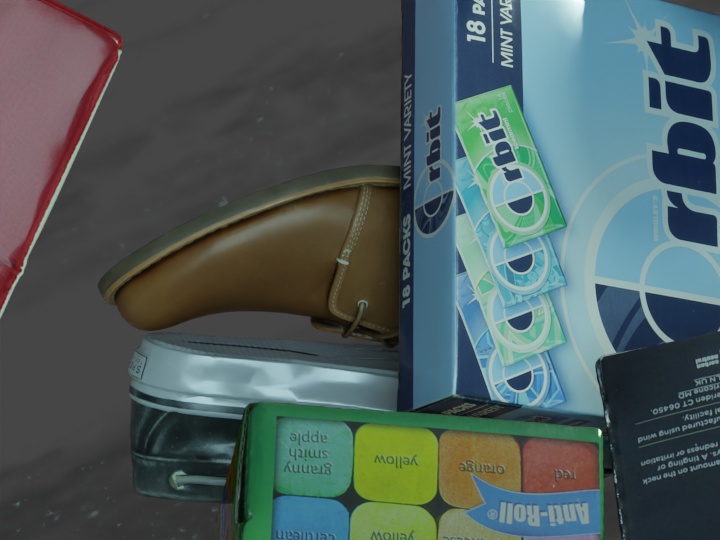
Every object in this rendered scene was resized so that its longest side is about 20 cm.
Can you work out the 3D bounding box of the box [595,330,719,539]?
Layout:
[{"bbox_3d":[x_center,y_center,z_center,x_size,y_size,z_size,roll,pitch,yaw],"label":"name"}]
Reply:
[{"bbox_3d":[0.160,0.147,0.733,0.104,0.200,0.183,-12,50,13],"label":"box"}]

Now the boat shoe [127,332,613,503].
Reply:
[{"bbox_3d":[0.006,0.069,0.834,0.199,0.072,0.071,8,100,-4],"label":"boat shoe"}]

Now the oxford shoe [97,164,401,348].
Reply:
[{"bbox_3d":[0.000,0.000,0.823,0.199,0.071,0.072,-12,78,-11],"label":"oxford shoe"}]

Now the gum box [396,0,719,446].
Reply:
[{"bbox_3d":[0.110,-0.018,0.814,0.199,0.045,0.171,10,71,-26],"label":"gum box"}]

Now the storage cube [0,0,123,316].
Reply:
[{"bbox_3d":[-0.204,-0.033,0.735,0.179,0.200,0.172,25,82,-13],"label":"storage cube"}]

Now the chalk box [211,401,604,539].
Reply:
[{"bbox_3d":[0.012,0.122,0.720,0.124,0.200,0.125,6,63,-8],"label":"chalk box"}]
